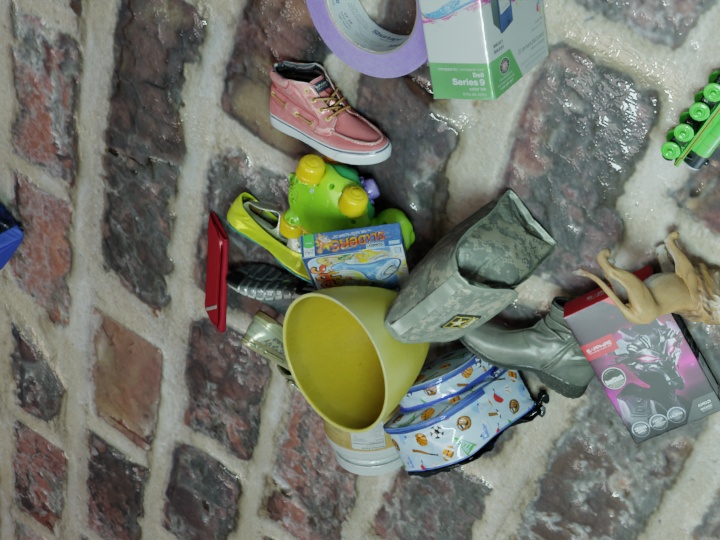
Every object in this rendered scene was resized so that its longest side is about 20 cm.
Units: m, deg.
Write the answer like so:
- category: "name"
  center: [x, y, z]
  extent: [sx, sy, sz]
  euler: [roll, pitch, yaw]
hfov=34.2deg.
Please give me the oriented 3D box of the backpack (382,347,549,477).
- category: "backpack"
  center: [0.130, 0.200, 1.643]
  extent: [0.200, 0.190, 0.154]
  euler: [-30, 98, 47]

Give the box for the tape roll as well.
- category: "tape roll"
  center: [0.028, -0.343, 1.442]
  extent: [0.200, 0.066, 0.201]
  euler: [21, 130, 27]

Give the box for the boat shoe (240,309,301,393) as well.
- category: "boat shoe"
  center: [-0.123, 0.138, 1.848]
  extent: [0.073, 0.063, 0.200]
  euler: [24, 160, 45]

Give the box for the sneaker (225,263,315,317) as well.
- category: "sneaker"
  center: [-0.122, 0.061, 1.836]
  extent: [0.200, 0.075, 0.116]
  euler: [11, 127, 32]

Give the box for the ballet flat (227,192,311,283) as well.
- category: "ballet flat"
  center: [-0.117, -0.052, 1.763]
  extent: [0.200, 0.067, 0.067]
  euler: [34, 121, 17]

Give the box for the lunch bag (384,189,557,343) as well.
- category: "lunch bag"
  center: [0.134, 0.011, 1.503]
  extent: [0.118, 0.200, 0.164]
  euler: [50, 136, 0]

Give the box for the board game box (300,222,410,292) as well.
- category: "board game box"
  center: [0.000, 0.000, 1.607]
  extent: [0.135, 0.035, 0.200]
  euler: [-7, 156, 6]

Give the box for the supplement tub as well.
- category: "supplement tub"
  center: [0.011, 0.194, 1.767]
  extent: [0.144, 0.145, 0.201]
  euler: [15, 127, 31]

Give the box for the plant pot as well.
- category: "plant pot"
  center: [0.011, 0.101, 1.595]
  extent: [0.200, 0.142, 0.201]
  euler: [24, 126, 38]

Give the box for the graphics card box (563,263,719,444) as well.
- category: "graphics card box"
  center: [0.356, 0.107, 1.472]
  extent: [0.125, 0.051, 0.200]
  euler: [-26, 102, 22]

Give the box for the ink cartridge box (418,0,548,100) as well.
- category: "ink cartridge box"
  center: [0.135, -0.311, 1.319]
  extent: [0.087, 0.145, 0.201]
  euler: [7, 122, 35]

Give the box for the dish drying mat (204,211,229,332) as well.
- category: "dish drying mat"
  center: [-0.236, 0.006, 1.905]
  extent: [0.077, 0.018, 0.200]
  euler: [-123, 30, -42]

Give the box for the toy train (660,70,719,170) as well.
- category: "toy train"
  center: [0.397, -0.185, 1.275]
  extent: [0.056, 0.042, 0.200]
  euler: [31, 135, 4]

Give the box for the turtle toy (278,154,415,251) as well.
- category: "turtle toy"
  center: [-0.018, -0.082, 1.631]
  extent: [0.200, 0.101, 0.146]
  euler: [36, 136, 12]

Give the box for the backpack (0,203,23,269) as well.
- category: "backpack"
  center: [-0.753, -0.088, 2.174]
  extent: [0.200, 0.168, 0.162]
  euler: [52, 130, 2]

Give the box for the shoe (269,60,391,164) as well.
- category: "shoe"
  center: [-0.045, -0.216, 1.582]
  extent: [0.200, 0.071, 0.091]
  euler: [26, 138, 29]

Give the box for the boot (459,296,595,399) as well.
- category: "boot"
  center: [0.240, 0.079, 1.559]
  extent: [0.200, 0.068, 0.131]
  euler: [24, 129, 3]

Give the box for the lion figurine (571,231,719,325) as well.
- category: "lion figurine"
  center: [0.352, 0.026, 1.367]
  extent: [0.073, 0.199, 0.123]
  euler: [120, 131, -62]
